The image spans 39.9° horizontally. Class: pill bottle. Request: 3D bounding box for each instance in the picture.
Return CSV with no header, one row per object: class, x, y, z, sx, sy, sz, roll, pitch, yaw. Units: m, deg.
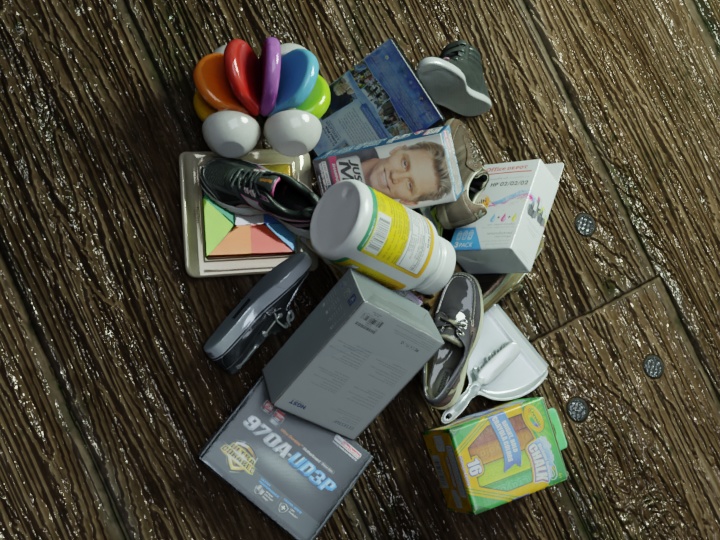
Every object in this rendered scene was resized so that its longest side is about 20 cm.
pill bottle,0.036,-0.038,1.357,0.199,0.112,0.114,24,73,-38

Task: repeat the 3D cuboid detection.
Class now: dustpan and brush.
dustpan and brush,0.185,0.159,1.480,0.200,0.057,0.140,-41,92,-15

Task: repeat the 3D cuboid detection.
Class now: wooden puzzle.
wooden puzzle,-0.161,-0.088,1.446,0.197,0.037,0.187,-3,81,-15

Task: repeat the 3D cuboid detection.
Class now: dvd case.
dvd case,0.008,-0.224,1.461,0.199,0.018,0.143,-34,92,22

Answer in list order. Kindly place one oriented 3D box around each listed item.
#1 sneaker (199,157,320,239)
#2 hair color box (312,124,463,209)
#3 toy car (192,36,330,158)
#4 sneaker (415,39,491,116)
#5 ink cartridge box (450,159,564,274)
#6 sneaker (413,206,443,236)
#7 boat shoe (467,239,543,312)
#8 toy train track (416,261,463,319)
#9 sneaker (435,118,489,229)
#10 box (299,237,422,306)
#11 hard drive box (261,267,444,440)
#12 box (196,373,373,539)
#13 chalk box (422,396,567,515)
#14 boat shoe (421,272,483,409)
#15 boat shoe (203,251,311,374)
sneaker,-0.132,-0.117,1.387,0.198,0.086,0.081,18,74,7
hair color box,0.040,-0.137,1.428,0.198,0.061,0.101,-10,105,20
toy car,-0.140,-0.263,1.401,0.197,0.150,0.177,-1,60,-4
sneaker,0.133,-0.310,1.511,0.199,0.070,0.100,16,58,-56
ink cartridge box,0.220,-0.097,1.486,0.068,0.114,0.202,44,57,-39
sneaker,0.095,-0.108,1.510,0.076,0.075,0.202,21,70,-42
boat shoe,0.222,0.009,1.513,0.200,0.071,0.076,-47,126,-18
toy train track,0.130,0.007,1.501,0.115,0.032,0.201,54,56,-43
sneaker,0.161,-0.148,1.494,0.075,0.071,0.202,-8,55,22
box,0.000,0.000,1.431,0.200,0.042,0.039,43,46,6
hard drive box,-0.011,0.118,1.348,0.155,0.077,0.200,29,111,-34
box,-0.105,0.263,1.393,0.200,0.046,0.159,41,73,-4
chalk box,0.213,0.259,1.436,0.198,0.124,0.126,-17,85,-17
boat shoe,0.130,0.099,1.421,0.071,0.065,0.202,14,85,15
boat shoe,-0.131,0.063,1.405,0.068,0.073,0.200,46,78,-21
